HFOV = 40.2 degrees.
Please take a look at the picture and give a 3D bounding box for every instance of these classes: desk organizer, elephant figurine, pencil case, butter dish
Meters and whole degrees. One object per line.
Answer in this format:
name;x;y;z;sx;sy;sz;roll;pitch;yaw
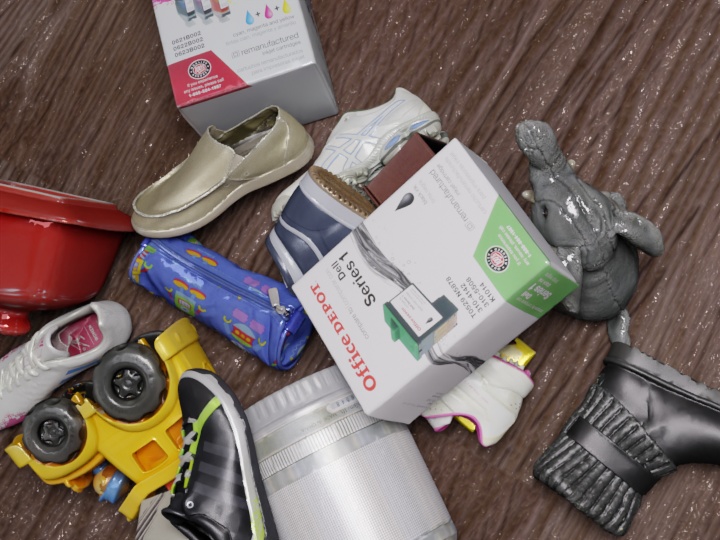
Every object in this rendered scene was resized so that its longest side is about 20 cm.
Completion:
desk organizer;0.097;-0.031;0.926;0.077;0.072;0.201;-46;66;21
elephant figurine;0.197;-0.028;0.891;0.154;0.200;0.143;16;82;10
pencil case;-0.135;0.022;0.986;0.199;0.087;0.078;28;64;13
butter dish;-0.336;-0.009;0.974;0.198;0.199;0.149;13;92;10

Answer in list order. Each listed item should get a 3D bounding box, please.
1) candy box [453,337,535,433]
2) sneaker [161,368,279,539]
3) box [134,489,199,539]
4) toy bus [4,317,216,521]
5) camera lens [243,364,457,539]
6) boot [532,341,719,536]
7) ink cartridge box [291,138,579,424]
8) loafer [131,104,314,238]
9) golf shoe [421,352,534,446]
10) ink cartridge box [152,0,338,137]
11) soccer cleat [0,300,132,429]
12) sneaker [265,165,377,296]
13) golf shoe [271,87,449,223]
candy box;0.066;0.058;0.983;0.200;0.026;0.102;39;84;12
sneaker;-0.132;0.180;0.838;0.082;0.072;0.202;-11;70;-32
box;-0.156;0.291;0.852;0.068;0.082;0.201;-21;36;14
toy bus;-0.209;0.172;0.961;0.199;0.136;0.193;-34;93;3
camera lens;-0.016;0.203;0.900;0.159;0.160;0.201;-27;77;3
boot;0.280;0.181;0.902;0.210;0.079;0.159;28;79;20
ink cartridge box;0.059;0.014;0.841;0.200;0.084;0.147;-42;62;15
loafer;-0.144;-0.103;0.975;0.199;0.069;0.076;-31;41;-8
golf shoe;0.059;0.097;0.928;0.198;0.075;0.092;22;87;12
ink cartridge box;-0.123;-0.254;1.005;0.144;0.145;0.202;-17;77;5
soccer cleat;-0.326;0.091;1.001;0.199;0.086;0.070;-35;77;2
sneaker;0.000;0.000;0.956;0.199;0.070;0.109;38;108;-8
golf shoe;-0.011;-0.113;1.013;0.199;0.078;0.098;-29;59;-3
